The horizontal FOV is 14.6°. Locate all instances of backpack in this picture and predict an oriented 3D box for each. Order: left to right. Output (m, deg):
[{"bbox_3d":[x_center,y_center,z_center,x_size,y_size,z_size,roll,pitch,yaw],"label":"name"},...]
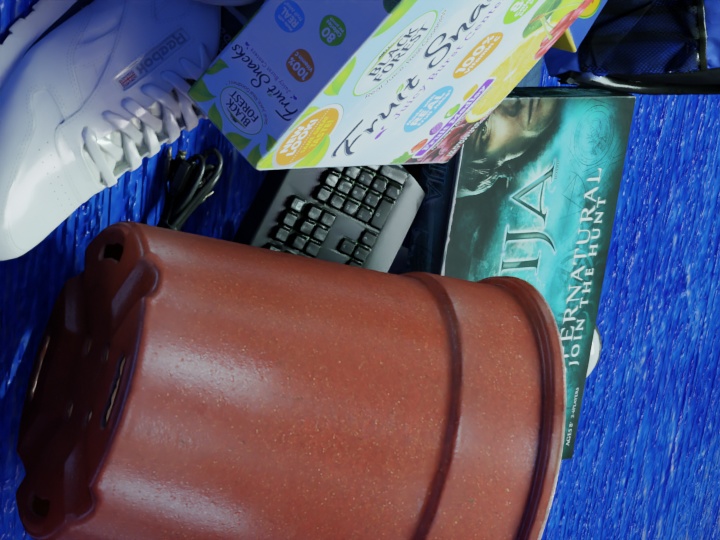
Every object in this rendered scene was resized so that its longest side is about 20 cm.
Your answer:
[{"bbox_3d":[0.217,-0.182,1.625,0.163,0.200,0.168,-40,130,-65],"label":"backpack"}]

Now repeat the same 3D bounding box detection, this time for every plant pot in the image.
[{"bbox_3d":[-0.040,0.073,1.272,0.195,0.201,0.201,17,97,-22],"label":"plant pot"}]

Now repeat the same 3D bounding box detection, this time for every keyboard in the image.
[{"bbox_3d":[-0.061,0.017,1.361,0.200,0.127,0.021,-64,-162,3],"label":"keyboard"}]

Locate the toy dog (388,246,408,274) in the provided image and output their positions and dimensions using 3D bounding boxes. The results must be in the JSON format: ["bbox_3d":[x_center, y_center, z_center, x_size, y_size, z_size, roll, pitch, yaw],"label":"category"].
[{"bbox_3d":[0.000,0.000,1.478,0.200,0.132,0.096,-39,115,-60],"label":"toy dog"}]

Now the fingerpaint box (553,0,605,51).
[{"bbox_3d":[0.097,-0.242,1.444,0.167,0.073,0.200,-57,145,-23],"label":"fingerpaint box"}]

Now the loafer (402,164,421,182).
[{"bbox_3d":[0.034,-0.081,1.433,0.200,0.072,0.073,27,81,-70],"label":"loafer"}]

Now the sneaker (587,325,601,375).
[{"bbox_3d":[0.045,0.080,1.502,0.115,0.200,0.076,-123,-166,-72],"label":"sneaker"}]

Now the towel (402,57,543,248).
[{"bbox_3d":[0.063,-0.075,1.608,0.112,0.049,0.200,-47,149,-40],"label":"towel"}]

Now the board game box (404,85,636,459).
[{"bbox_3d":[0.074,0.006,1.436,0.135,0.028,0.200,-5,108,-47],"label":"board game box"}]

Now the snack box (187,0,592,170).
[{"bbox_3d":[0.028,-0.110,1.226,0.142,0.053,0.200,-49,163,19],"label":"snack box"}]

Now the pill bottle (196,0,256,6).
[{"bbox_3d":[-0.029,-0.216,1.195,0.200,0.114,0.114,-53,153,-32],"label":"pill bottle"}]

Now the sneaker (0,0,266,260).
[{"bbox_3d":[-0.101,-0.082,1.205,0.200,0.080,0.076,-56,156,-21],"label":"sneaker"}]
